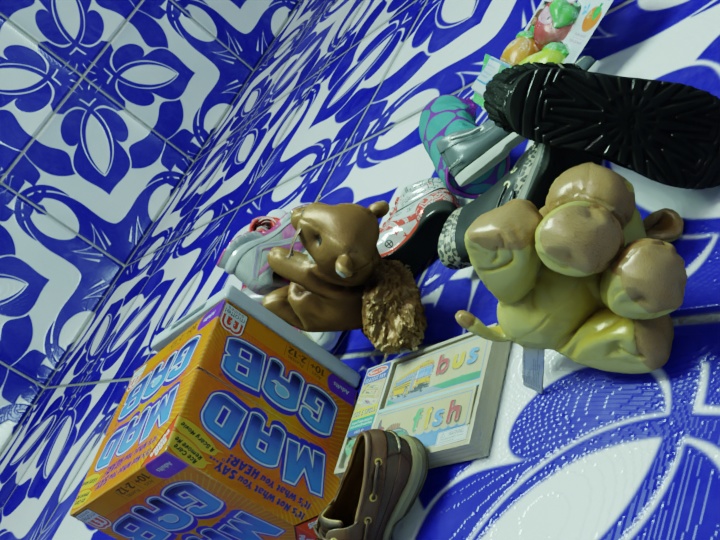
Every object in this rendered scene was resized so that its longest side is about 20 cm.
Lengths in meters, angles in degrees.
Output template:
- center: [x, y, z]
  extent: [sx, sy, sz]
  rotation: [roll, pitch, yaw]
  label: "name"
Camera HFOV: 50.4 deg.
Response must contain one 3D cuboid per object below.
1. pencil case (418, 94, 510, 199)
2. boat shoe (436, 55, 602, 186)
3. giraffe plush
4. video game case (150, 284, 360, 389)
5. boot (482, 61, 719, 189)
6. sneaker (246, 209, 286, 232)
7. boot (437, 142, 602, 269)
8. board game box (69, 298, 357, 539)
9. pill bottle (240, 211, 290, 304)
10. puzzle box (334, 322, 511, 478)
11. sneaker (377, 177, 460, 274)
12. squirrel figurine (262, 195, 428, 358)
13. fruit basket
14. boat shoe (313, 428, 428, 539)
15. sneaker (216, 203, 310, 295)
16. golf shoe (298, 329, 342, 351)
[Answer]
- center: [0.131, -0.163, 0.983]
  extent: [0.092, 0.085, 0.200]
  rotation: [-41, 25, 14]
  label: "pencil case"
- center: [0.172, -0.176, 0.840]
  extent: [0.200, 0.062, 0.073]
  rotation: [-39, -8, 8]
  label: "boat shoe"
- center: [0.184, -0.014, 0.624]
  extent: [0.162, 0.172, 0.200]
  rotation: [-54, -14, -32]
  label: "giraffe plush"
- center: [-0.130, 0.111, 0.933]
  extent: [0.182, 0.200, 0.022]
  rotation: [-31, 31, 42]
  label: "video game case"
- center: [0.218, -0.137, 0.684]
  extent: [0.158, 0.211, 0.080]
  rotation: [-74, 2, -77]
  label: "boot"
- center: [-0.153, -0.065, 1.333]
  extent: [0.108, 0.067, 0.202]
  rotation: [91, -175, -45]
  label: "sneaker"
- center: [0.170, -0.091, 0.826]
  extent: [0.154, 0.073, 0.204]
  rotation: [-20, 36, 59]
  label: "boot"
- center: [-0.155, 0.198, 0.853]
  extent: [0.200, 0.200, 0.200]
  rotation: [-36, 27, 35]
  label: "board game box"
- center: [-0.112, 0.005, 1.170]
  extent: [0.112, 0.112, 0.200]
  rotation: [-32, 30, 40]
  label: "pill bottle"
- center: [0.059, 0.135, 0.763]
  extent: [0.200, 0.025, 0.133]
  rotation: [-28, 32, 45]
  label: "puzzle box"
- center: [0.046, -0.039, 0.994]
  extent: [0.201, 0.067, 0.108]
  rotation: [-38, 25, 23]
  label: "sneaker"
- center: [0.000, 0.000, 0.834]
  extent: [0.142, 0.200, 0.187]
  rotation: [-54, -3, -26]
  label: "squirrel figurine"
- center: [0.219, -0.272, 0.936]
  extent: [0.185, 0.094, 0.200]
  rotation: [-111, 43, -64]
  label: "fruit basket"
- center: [-0.011, 0.233, 0.677]
  extent: [0.072, 0.067, 0.200]
  rotation: [18, 83, 62]
  label: "boat shoe"
- center: [-0.101, -0.024, 1.076]
  extent: [0.200, 0.088, 0.081]
  rotation: [-32, -12, -35]
  label: "sneaker"
- center: [-0.035, 0.026, 1.044]
  extent: [0.092, 0.073, 0.200]
  rotation: [-36, 27, 31]
  label: "golf shoe"
